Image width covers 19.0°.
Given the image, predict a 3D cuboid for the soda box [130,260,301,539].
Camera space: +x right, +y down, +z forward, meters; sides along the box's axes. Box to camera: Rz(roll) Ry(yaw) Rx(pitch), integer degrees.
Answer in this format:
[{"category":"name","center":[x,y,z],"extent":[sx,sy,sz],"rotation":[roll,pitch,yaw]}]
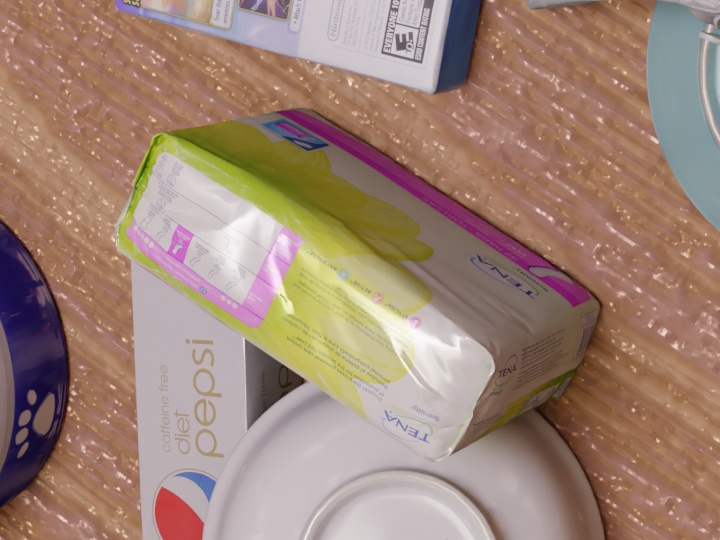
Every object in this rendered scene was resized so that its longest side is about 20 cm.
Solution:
[{"category":"soda box","center":[-0.072,0.087,1.110],"extent":[0.068,0.064,0.201],"rotation":[3,101,26]}]

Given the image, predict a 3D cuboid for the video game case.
[{"category":"video game case","center":[-0.019,-0.204,1.042],"extent":[0.180,0.045,0.201],"rotation":[17,106,21]}]

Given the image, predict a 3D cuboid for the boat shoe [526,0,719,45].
[{"category":"boat shoe","center":[0.144,-0.130,0.939],"extent":[0.201,0.074,0.065],"rotation":[21,117,45]}]

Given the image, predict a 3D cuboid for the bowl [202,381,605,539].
[{"category":"bowl","center":[0.019,0.141,1.017],"extent":[0.200,0.090,0.202],"rotation":[0,87,3]}]

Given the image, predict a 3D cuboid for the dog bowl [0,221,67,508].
[{"category":"dog bowl","center":[-0.264,0.053,1.190],"extent":[0.199,0.079,0.201],"rotation":[5,102,25]}]

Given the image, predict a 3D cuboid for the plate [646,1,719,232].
[{"category":"plate","center":[0.219,-0.089,0.958],"extent":[0.199,0.026,0.201],"rotation":[5,101,26]}]

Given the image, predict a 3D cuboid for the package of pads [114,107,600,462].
[{"category":"package of pads","center":[0.000,0.000,1.008],"extent":[0.200,0.154,0.068],"rotation":[33,111,17]}]
